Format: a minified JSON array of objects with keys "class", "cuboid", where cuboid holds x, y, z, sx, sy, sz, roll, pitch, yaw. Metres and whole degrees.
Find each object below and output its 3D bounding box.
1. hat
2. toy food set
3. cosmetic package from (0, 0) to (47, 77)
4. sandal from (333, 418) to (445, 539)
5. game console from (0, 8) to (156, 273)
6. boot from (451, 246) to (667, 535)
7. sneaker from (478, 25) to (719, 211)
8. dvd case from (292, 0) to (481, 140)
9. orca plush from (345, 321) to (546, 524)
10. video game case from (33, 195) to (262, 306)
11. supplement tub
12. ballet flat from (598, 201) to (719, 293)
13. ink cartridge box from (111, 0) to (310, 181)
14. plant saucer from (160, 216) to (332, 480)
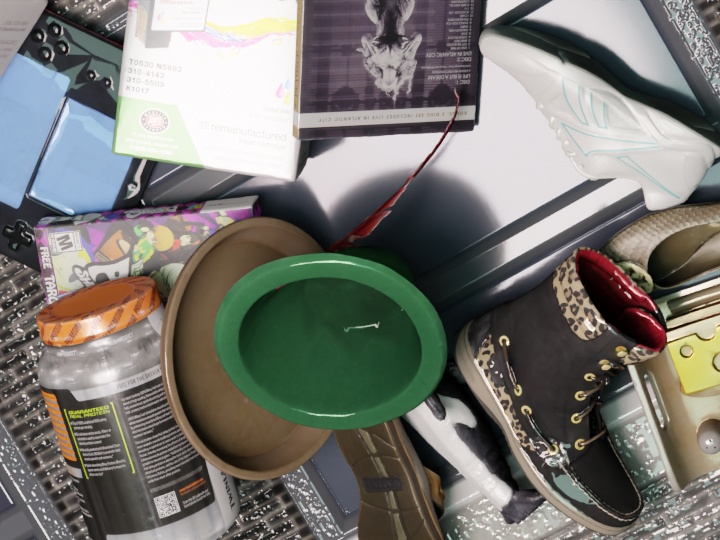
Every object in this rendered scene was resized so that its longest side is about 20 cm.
[{"class":"hat","cuboid":[0.000,0.000,1.735,0.199,0.176,0.166,-13,125,19]},{"class":"toy food set","cuboid":[0.305,0.072,1.716,0.199,0.060,0.144,-19,98,16]},{"class":"cosmetic package","cuboid":[-0.385,-0.202,1.740,0.200,0.167,0.167,40,108,14]},{"class":"sandal","cuboid":[0.030,0.170,1.805,0.081,0.055,0.201,-5,111,41]},{"class":"game console","cuboid":[-0.251,-0.102,1.822,0.176,0.031,0.201,27,108,6]},{"class":"boot","cuboid":[0.173,0.089,1.717,0.200,0.073,0.151,55,132,9]},{"class":"sneaker","cuboid":[0.168,-0.113,1.701,0.200,0.070,0.080,32,111,4]},{"class":"dvd case","cuboid":[0.022,-0.199,1.696,0.148,0.016,0.201,-5,106,-24]},{"class":"orca plush","cuboid":[0.078,0.101,1.772,0.200,0.105,0.071,43,75,10]},{"class":"video game case","cuboid":[-0.155,0.048,1.820,0.180,0.036,0.201,-5,106,10]},{"class":"supplement tub","cuboid":[-0.174,0.114,1.759,0.122,0.123,0.201,-11,106,15]},{"class":"ballet flat","cuboid":[0.266,-0.021,1.701,0.199,0.046,0.067,-19,137,14]},{"class":"ink cartridge box","cuboid":[-0.102,-0.181,1.729,0.144,0.084,0.201,9,103,3]},{"class":"plant saucer","cuboid":[-0.082,0.059,1.748,0.029,0.200,0.201,-1,105,43]}]
